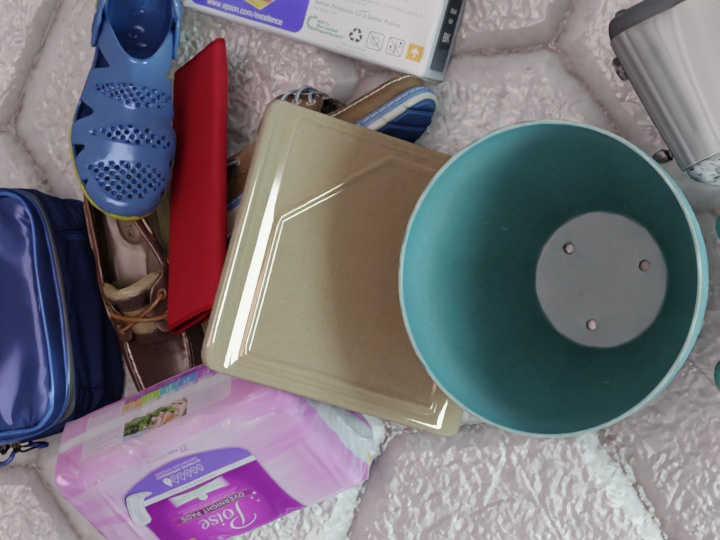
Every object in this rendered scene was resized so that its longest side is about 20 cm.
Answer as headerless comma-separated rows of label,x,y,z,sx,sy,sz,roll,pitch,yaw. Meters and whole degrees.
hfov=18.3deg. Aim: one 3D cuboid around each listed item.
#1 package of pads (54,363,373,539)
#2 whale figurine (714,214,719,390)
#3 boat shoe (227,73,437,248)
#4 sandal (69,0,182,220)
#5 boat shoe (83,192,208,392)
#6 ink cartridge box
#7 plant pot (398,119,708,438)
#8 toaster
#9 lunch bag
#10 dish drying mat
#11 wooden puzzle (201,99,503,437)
package of pads,-0.102,0.129,1.569,0.200,0.076,0.121,-25,124,20
whale figurine,0.293,0.038,1.420,0.159,0.104,0.200,-25,80,20
boat shoe,-0.038,-0.090,1.567,0.200,0.072,0.073,-32,71,23
sandal,-0.164,-0.135,1.586,0.079,0.087,0.201,2,76,-11
boat shoe,-0.160,0.020,1.619,0.072,0.072,0.201,-14,84,21
ink cartridge box,-0.009,-0.255,1.576,0.198,0.043,0.201,19,98,21
plant pot,0.142,0.006,1.464,0.200,0.135,0.201,0,89,22
toaster,0.267,-0.137,1.431,0.200,0.114,0.129,-25,85,18
lunch bag,-0.265,0.042,1.629,0.136,0.132,0.201,-11,85,21
dish drying mat,-0.113,-0.060,1.587,0.077,0.018,0.201,-30,55,56
wooden puzzle,0.000,0.000,1.501,0.037,0.200,0.186,-1,73,66
